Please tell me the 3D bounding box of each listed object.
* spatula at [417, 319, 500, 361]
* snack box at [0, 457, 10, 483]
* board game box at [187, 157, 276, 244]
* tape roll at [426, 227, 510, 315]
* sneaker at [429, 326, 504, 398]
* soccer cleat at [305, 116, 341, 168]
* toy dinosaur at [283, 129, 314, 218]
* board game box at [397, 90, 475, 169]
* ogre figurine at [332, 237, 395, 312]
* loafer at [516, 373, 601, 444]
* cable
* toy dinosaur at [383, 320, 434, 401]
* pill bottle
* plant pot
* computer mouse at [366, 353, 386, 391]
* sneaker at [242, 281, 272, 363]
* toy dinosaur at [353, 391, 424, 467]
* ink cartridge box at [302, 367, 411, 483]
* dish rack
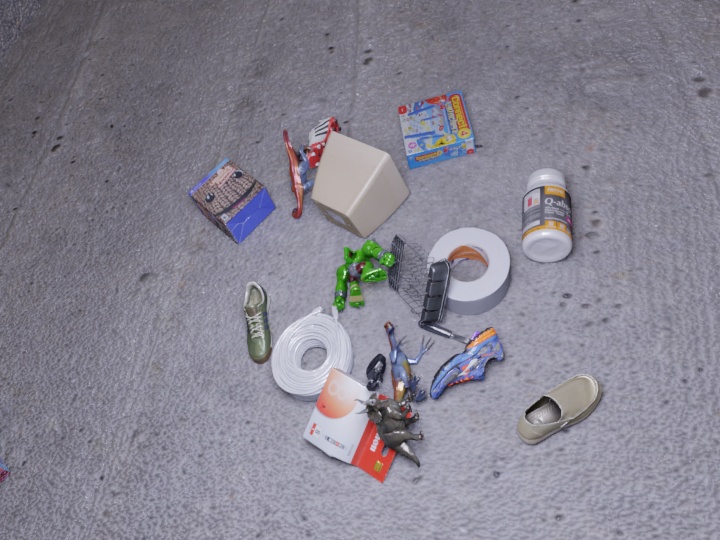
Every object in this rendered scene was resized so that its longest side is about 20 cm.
[{"bbox_3d":[0.217,0.150,1.321,0.195,0.020,0.058,18,82,30],"label":"spatula"},{"bbox_3d":[-0.986,0.519,1.425,0.166,0.068,0.201,30,69,30],"label":"snack box"},{"bbox_3d":[-0.370,-0.203,1.684,0.198,0.098,0.160,35,73,32],"label":"board game box"},{"bbox_3d":[0.257,-0.001,1.381,0.193,0.067,0.206,-8,57,11],"label":"tape roll"},{"bbox_3d":[0.229,0.211,1.249,0.199,0.075,0.079,-40,80,2],"label":"sneaker"},{"bbox_3d":[-0.128,-0.384,1.751,0.083,0.069,0.204,6,57,30],"label":"soccer cleat"},{"bbox_3d":[-0.183,-0.249,1.619,0.103,0.198,0.187,-10,60,41],"label":"toy dinosaur"},{"bbox_3d":[0.214,-0.403,1.659,0.189,0.056,0.205,-13,55,9],"label":"board game box"},{"bbox_3d":[0.000,0.000,1.431,0.095,0.203,0.122,13,38,-24],"label":"ogre figurine"},{"bbox_3d":[0.398,0.272,1.158,0.197,0.069,0.076,-34,54,-7],"label":"loafer"},{"bbox_3d":[-0.113,0.202,1.362,0.195,0.070,0.204,-24,56,1],"label":"cable"},{"bbox_3d":[0.078,0.204,1.294,0.200,0.105,0.181,-46,38,-2],"label":"toy dinosaur"},{"bbox_3d":[0.440,-0.132,1.379,0.112,0.117,0.205,0,58,17],"label":"pill bottle"},{"bbox_3d":[-0.015,-0.209,1.533,0.197,0.200,0.180,27,80,29],"label":"plant pot"},{"bbox_3d":[0.039,0.224,1.247,0.034,0.200,0.059,40,96,-3],"label":"computer mouse"},{"bbox_3d":[-0.263,0.121,1.446,0.065,0.091,0.205,-11,56,8],"label":"sneaker"},{"bbox_3d":[0.068,0.309,1.174,0.100,0.204,0.078,-19,25,12],"label":"toy dinosaur"},{"bbox_3d":[-0.010,0.324,1.226,0.196,0.050,0.166,25,90,29],"label":"ink cartridge box"},{"bbox_3d":[0.128,0.012,1.362,0.053,0.158,0.200,-7,32,-27],"label":"dish rack"}]
